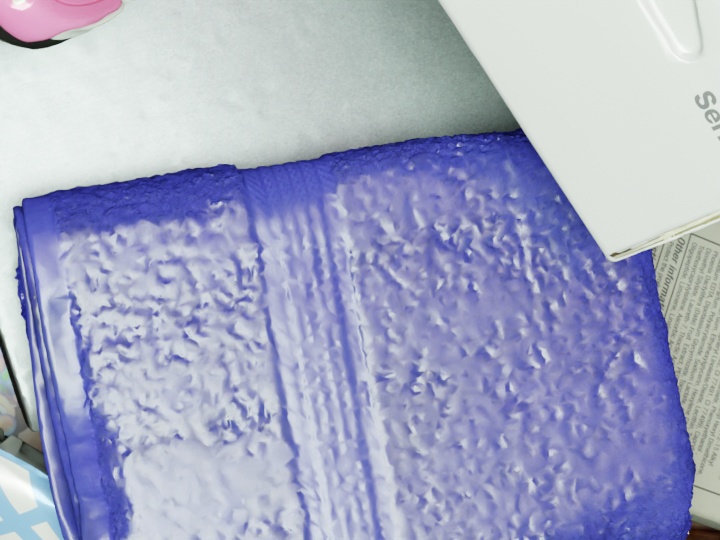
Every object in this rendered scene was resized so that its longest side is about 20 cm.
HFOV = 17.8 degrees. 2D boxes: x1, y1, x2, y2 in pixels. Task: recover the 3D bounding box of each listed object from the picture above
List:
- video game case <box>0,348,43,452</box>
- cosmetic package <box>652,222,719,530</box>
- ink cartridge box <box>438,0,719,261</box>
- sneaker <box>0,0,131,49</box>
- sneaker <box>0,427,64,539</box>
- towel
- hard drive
[{"bbox_3d":[-0.126,0.090,0.799,0.182,0.024,0.200,34,101,-13],"label":"video game case"},{"bbox_3d":[0.153,0.048,0.826,0.200,0.073,0.104,22,84,-23],"label":"cosmetic package"},{"bbox_3d":[0.094,-0.120,0.715,0.084,0.200,0.146,-25,110,31],"label":"ink cartridge box"},{"bbox_3d":[-0.118,-0.132,0.726,0.087,0.200,0.074,-24,134,17],"label":"sneaker"},{"bbox_3d":[-0.090,0.120,0.757,0.072,0.072,0.200,-47,107,-18],"label":"sneaker"},{"bbox_3d":[-0.002,0.035,0.723,0.200,0.050,0.148,-10,88,-12],"label":"towel"},{"bbox_3d":[-0.035,-0.045,0.758,0.200,0.033,0.140,-18,97,-12],"label":"hard drive"}]
